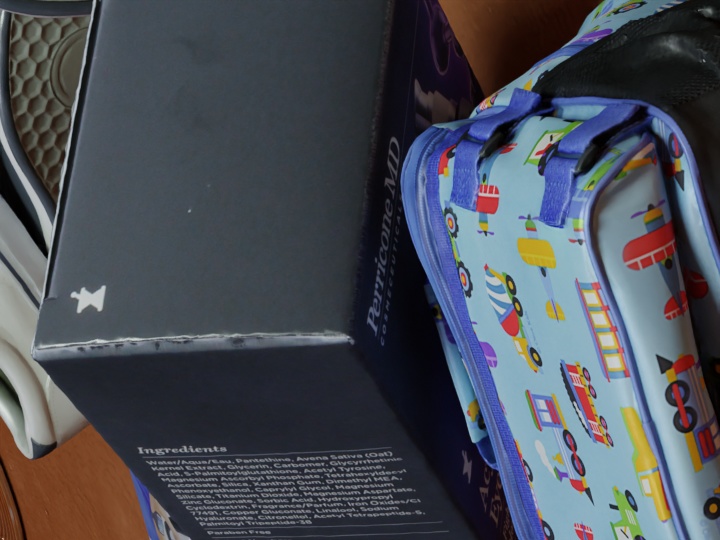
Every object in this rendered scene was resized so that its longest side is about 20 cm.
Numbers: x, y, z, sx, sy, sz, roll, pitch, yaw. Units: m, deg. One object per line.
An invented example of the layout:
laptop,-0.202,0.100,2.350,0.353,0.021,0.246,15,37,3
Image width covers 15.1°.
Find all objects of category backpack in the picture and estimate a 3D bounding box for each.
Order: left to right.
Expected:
backpack,0.089,0.010,0.795,0.200,0.134,0.184,18,128,64

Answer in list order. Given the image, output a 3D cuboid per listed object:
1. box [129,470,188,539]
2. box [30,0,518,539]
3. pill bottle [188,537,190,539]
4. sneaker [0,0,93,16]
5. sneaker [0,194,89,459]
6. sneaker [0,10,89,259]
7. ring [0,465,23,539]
box,-0.059,0.183,1.407,0.119,0.041,0.201,27,134,56
box,-0.014,0.006,0.885,0.200,0.104,0.149,57,-146,-57
pill bottle,-0.010,0.123,1.115,0.105,0.104,0.200,65,168,0
sneaker,-0.188,-0.151,1.193,0.146,0.201,0.078,-176,95,-81
sneaker,-0.194,0.003,1.299,0.200,0.071,0.073,48,155,-6
sneaker,-0.168,-0.085,1.321,0.146,0.077,0.203,37,146,43
ring,-0.283,0.126,1.857,0.201,0.019,0.201,48,152,36
